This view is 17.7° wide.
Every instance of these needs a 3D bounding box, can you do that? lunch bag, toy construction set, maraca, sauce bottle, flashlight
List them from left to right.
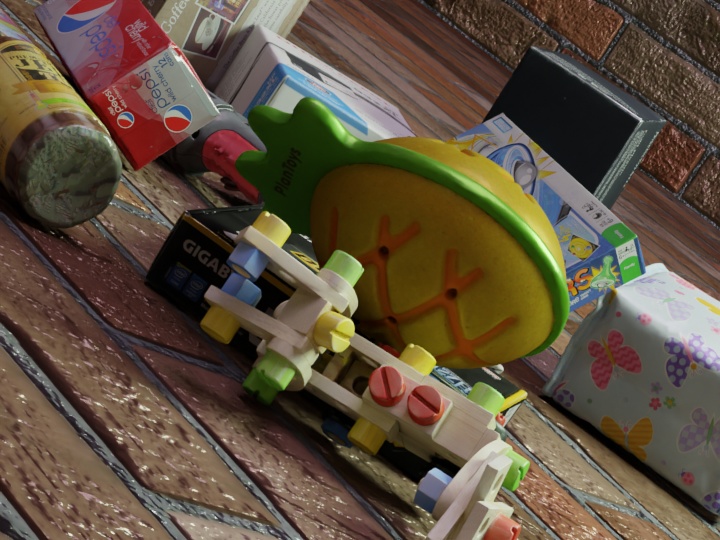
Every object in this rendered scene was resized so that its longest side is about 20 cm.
[{"bbox_3d":[-0.195,-0.093,1.299,0.064,0.065,0.200,25,13,-38],"label":"sauce bottle"},{"bbox_3d":[-0.074,-0.059,1.532,0.200,0.068,0.068,38,1,44],"label":"flashlight"},{"bbox_3d":[0.014,0.064,1.138,0.200,0.092,0.131,45,-11,19],"label":"toy construction set"},{"bbox_3d":[0.022,-0.020,1.224,0.199,0.137,0.107,31,54,6],"label":"maraca"},{"bbox_3d":[0.249,0.085,1.687,0.169,0.128,0.200,34,20,17],"label":"lunch bag"}]

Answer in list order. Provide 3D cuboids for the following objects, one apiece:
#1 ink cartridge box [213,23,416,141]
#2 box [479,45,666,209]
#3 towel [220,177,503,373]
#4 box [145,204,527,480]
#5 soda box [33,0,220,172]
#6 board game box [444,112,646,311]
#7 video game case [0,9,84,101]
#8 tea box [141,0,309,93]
[{"bbox_3d":[-0.032,-0.105,1.802,0.144,0.084,0.200,30,11,-16],"label":"ink cartridge box"},{"bbox_3d":[0.133,-0.060,1.778,0.104,0.201,0.182,34,10,10],"label":"box"},{"bbox_3d":[0.000,0.000,1.597,0.144,0.023,0.200,25,15,-48],"label":"towel"},{"bbox_3d":[-0.010,0.037,1.313,0.199,0.050,0.160,36,12,11],"label":"box"},{"bbox_3d":[-0.162,-0.141,1.561,0.064,0.070,0.200,58,-4,-29],"label":"soda box"},{"bbox_3d":[0.089,-0.026,1.588,0.200,0.135,0.035,48,-19,52],"label":"board game box"},{"bbox_3d":[-0.293,-0.177,1.502,0.199,0.022,0.182,25,14,-41],"label":"video game case"},{"bbox_3d":[-0.141,-0.272,1.916,0.133,0.201,0.197,24,15,-44],"label":"tea box"}]
